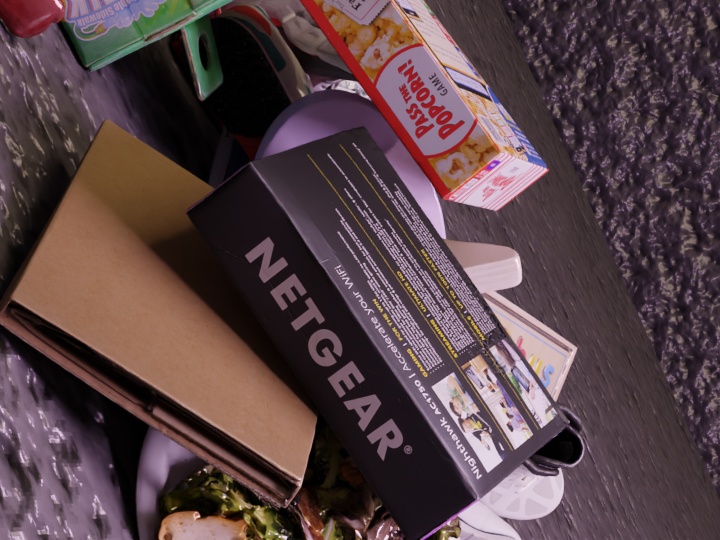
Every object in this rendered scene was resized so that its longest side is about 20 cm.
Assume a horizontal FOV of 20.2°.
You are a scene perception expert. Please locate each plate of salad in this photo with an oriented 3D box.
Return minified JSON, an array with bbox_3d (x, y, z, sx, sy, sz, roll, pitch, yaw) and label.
[{"bbox_3d":[-0.021,0.127,1.008,0.199,0.048,0.201,20,54,-30],"label":"plate of salad"}]

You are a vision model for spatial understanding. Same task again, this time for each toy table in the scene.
[{"bbox_3d":[0.000,0.000,1.251,0.117,0.183,0.201,-112,180,-66],"label":"toy table"}]

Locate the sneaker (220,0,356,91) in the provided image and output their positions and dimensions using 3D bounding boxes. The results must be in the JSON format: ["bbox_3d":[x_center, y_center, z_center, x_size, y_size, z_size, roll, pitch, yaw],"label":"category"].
[{"bbox_3d":[-0.024,-0.154,1.411,0.200,0.077,0.082,33,-33,56],"label":"sneaker"}]

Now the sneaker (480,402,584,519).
[{"bbox_3d":[0.111,0.133,1.381,0.115,0.076,0.200,19,-16,41],"label":"sneaker"}]

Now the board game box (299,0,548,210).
[{"bbox_3d":[0.027,-0.132,1.224,0.201,0.046,0.151,55,12,11],"label":"board game box"}]

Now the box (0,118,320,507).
[{"bbox_3d":[-0.086,0.014,1.009,0.163,0.021,0.200,33,28,-11],"label":"box"}]

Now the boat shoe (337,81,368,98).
[{"bbox_3d":[-0.024,-0.148,1.525,0.074,0.065,0.203,32,29,-37],"label":"boat shoe"}]

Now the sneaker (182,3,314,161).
[{"bbox_3d":[-0.042,-0.088,1.340,0.201,0.070,0.093,62,25,-13],"label":"sneaker"}]

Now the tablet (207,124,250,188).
[{"bbox_3d":[-0.045,-0.006,1.377,0.201,0.014,0.131,57,24,-30],"label":"tablet"}]

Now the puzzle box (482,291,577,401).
[{"bbox_3d":[0.074,0.079,1.431,0.200,0.025,0.134,31,79,-49],"label":"puzzle box"}]

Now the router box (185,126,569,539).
[{"bbox_3d":[0.013,0.027,1.040,0.201,0.051,0.149,55,25,5],"label":"router box"}]

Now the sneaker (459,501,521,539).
[{"bbox_3d":[0.058,0.171,1.375,0.081,0.076,0.200,61,8,30],"label":"sneaker"}]

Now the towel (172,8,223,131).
[{"bbox_3d":[-0.083,-0.136,1.483,0.145,0.022,0.200,61,13,-19],"label":"towel"}]

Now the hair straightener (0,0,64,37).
[{"bbox_3d":[-0.222,-0.218,1.068,0.200,0.041,0.077,51,18,-32],"label":"hair straightener"}]

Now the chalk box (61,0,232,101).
[{"bbox_3d":[-0.124,-0.203,1.217,0.201,0.123,0.124,62,14,-10],"label":"chalk box"}]
